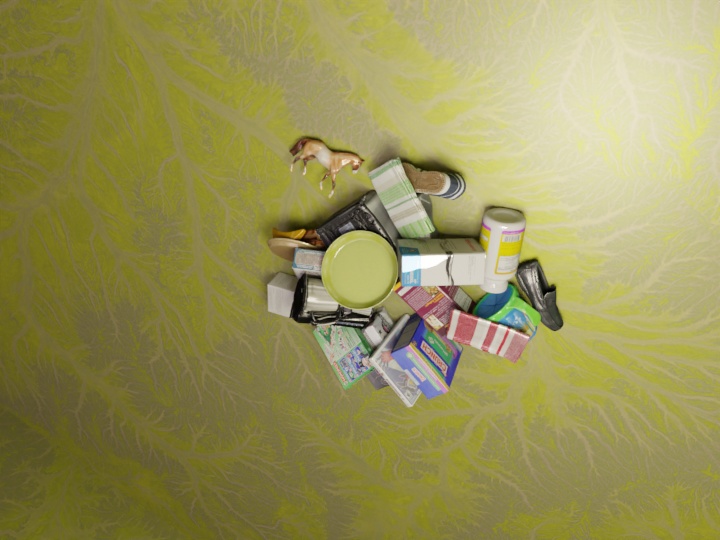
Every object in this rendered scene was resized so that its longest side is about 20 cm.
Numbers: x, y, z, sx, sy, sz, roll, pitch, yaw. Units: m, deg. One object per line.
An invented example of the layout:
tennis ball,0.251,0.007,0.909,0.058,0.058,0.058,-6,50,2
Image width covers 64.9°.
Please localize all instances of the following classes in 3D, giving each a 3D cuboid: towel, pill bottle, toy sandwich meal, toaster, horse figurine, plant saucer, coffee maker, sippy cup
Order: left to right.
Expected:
toy sandwich meal,-0.166,-0.073,1.610,0.205,0.070,0.205,13,165,4
horse figurine,-0.104,-0.288,1.495,0.200,0.050,0.133,36,113,9
coffee maker,-0.077,0.086,1.545,0.200,0.192,0.135,8,86,-16
plant saucer,0.000,0.000,1.434,0.200,0.031,0.200,-2,83,15
toaster,0.010,-0.099,1.513,0.200,0.119,0.181,-29,104,34
towel,0.102,-0.174,1.409,0.200,0.031,0.149,61,158,-8
towel,0.320,0.168,1.449,0.200,0.023,0.144,19,149,13
pill bottle,0.344,-0.046,1.407,0.104,0.104,0.200,13,122,17
sippy cup,0.385,0.127,1.471,0.140,0.178,0.130,-42,103,11

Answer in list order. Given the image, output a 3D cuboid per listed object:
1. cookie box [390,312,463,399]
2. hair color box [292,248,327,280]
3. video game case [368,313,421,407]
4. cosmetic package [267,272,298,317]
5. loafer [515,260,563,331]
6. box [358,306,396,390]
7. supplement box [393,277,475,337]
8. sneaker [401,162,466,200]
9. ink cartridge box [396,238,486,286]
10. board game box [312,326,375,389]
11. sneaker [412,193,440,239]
cookie box,0.189,0.225,1.568,0.075,0.200,0.171,-34,101,34
hair color box,-0.124,0.001,1.584,0.100,0.061,0.200,6,164,4
video game case,0.135,0.252,1.610,0.182,0.200,0.023,51,141,-9
cosmetic package,-0.177,0.091,1.723,0.200,0.085,0.108,16,124,14
loafer,0.467,0.066,1.438,0.070,0.068,0.201,-24,103,41
box,0.060,0.233,1.681,0.132,0.115,0.200,-27,105,33
supplement box,0.200,0.069,1.545,0.200,0.086,0.110,44,125,-4
sneaker,0.170,-0.220,1.408,0.200,0.108,0.070,24,107,48
ink cartridge box,0.193,-0.022,1.385,0.200,0.145,0.084,-1,108,0
board game box,-0.043,0.221,1.625,0.135,0.029,0.200,-42,70,29
sneaker,0.157,-0.105,1.485,0.080,0.070,0.201,-3,109,33
